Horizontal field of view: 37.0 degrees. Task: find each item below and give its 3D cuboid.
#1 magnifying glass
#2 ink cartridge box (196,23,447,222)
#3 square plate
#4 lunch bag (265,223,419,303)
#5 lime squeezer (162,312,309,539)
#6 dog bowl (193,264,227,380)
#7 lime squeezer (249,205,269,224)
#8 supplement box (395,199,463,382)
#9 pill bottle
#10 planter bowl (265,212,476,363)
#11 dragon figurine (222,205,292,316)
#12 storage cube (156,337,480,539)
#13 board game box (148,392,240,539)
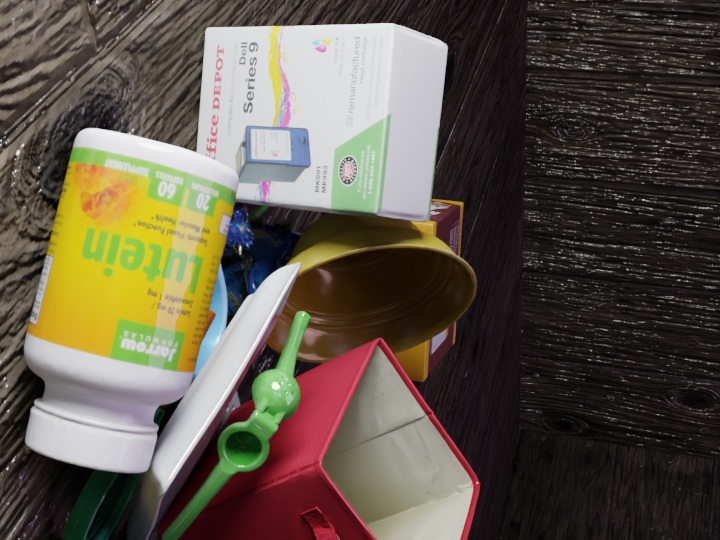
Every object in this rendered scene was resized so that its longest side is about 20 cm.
[{"bbox_3d":[-0.159,0.117,0.783,0.080,0.022,0.203,80,35,-78],"label":"magnifying glass"},{"bbox_3d":[-0.038,-0.124,0.893,0.087,0.197,0.148,1,96,-54],"label":"ink cartridge box"},{"bbox_3d":[-0.119,0.107,0.813,0.201,0.028,0.199,-60,-178,-33],"label":"square plate"},{"bbox_3d":[0.003,0.020,1.115,0.150,0.196,0.096,35,63,-73],"label":"lunch bag"},{"bbox_3d":[-0.083,0.110,0.787,0.038,0.070,0.202,42,68,-31],"label":"lime squeezer"},{"bbox_3d":[-0.149,0.004,0.833,0.112,0.049,0.202,-67,157,-46],"label":"dog bowl"},{"bbox_3d":[-0.067,-0.127,1.039,0.038,0.069,0.203,105,-3,-73],"label":"lime squeezer"},{"bbox_3d":[0.048,0.015,1.407,0.200,0.130,0.201,-33,127,-71],"label":"supplement box"},{"bbox_3d":[-0.153,0.021,0.696,0.111,0.109,0.204,23,80,-74],"label":"pill bottle"},{"bbox_3d":[0.000,0.000,0.965,0.201,0.197,0.085,68,8,-59],"label":"planter bowl"},{"bbox_3d":[-0.100,0.016,0.987,0.100,0.058,0.203,-49,143,-47],"label":"dragon figurine"},{"bbox_3d":[-0.028,0.198,0.903,0.172,0.178,0.201,55,29,-15],"label":"storage cube"},{"bbox_3d":[-0.145,0.237,0.982,0.201,0.025,0.202,-68,159,-46],"label":"board game box"}]
